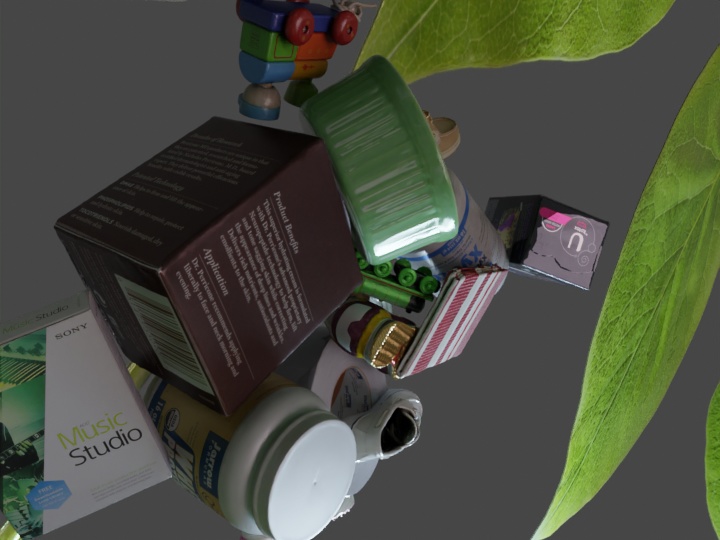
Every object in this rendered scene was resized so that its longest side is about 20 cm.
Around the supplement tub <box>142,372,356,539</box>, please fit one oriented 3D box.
[{"bbox_3d":[-0.115,0.171,0.739,0.143,0.198,0.148,-23,121,-44],"label":"supplement tub"}]

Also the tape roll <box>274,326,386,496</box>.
[{"bbox_3d":[-0.037,0.171,0.900,0.199,0.065,0.205,6,83,-62],"label":"tape roll"}]

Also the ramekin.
[{"bbox_3d":[0.014,-0.105,0.752,0.096,0.201,0.202,-25,130,-4],"label":"ramekin"}]

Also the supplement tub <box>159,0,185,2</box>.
[{"bbox_3d":[-0.182,-0.304,0.528,0.121,0.121,0.204,-18,117,-47],"label":"supplement tub"}]

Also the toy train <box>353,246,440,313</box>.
[{"bbox_3d":[0.000,0.000,0.835,0.197,0.042,0.057,21,107,-17],"label":"toy train"}]

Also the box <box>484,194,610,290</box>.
[{"bbox_3d":[0.269,-0.047,1.122,0.120,0.200,0.108,18,91,-13],"label":"box"}]

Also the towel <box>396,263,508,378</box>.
[{"bbox_3d":[0.117,0.059,0.921,0.199,0.023,0.146,-5,125,-63],"label":"towel"}]

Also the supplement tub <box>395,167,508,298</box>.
[{"bbox_3d":[0.114,-0.044,1.002,0.200,0.130,0.134,39,74,-50],"label":"supplement tub"}]

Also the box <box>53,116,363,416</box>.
[{"bbox_3d":[-0.130,-0.014,0.675,0.200,0.162,0.168,-43,134,-33],"label":"box"}]

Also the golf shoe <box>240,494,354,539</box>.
[{"bbox_3d":[-0.083,0.294,0.947,0.199,0.074,0.094,-13,104,-55],"label":"golf shoe"}]

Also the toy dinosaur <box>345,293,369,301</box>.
[{"bbox_3d":[-0.017,0.013,0.872,0.058,0.099,0.204,-88,170,-67],"label":"toy dinosaur"}]

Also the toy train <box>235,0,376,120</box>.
[{"bbox_3d":[-0.049,-0.225,0.773,0.199,0.084,0.118,-22,135,-51],"label":"toy train"}]

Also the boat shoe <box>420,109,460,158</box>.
[{"bbox_3d":[0.063,-0.175,0.932,0.199,0.073,0.071,-28,129,-43],"label":"boat shoe"}]

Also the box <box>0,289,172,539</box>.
[{"bbox_3d":[-0.261,0.129,0.624,0.142,0.036,0.203,-22,123,-12],"label":"box"}]

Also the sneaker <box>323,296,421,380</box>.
[{"bbox_3d":[0.015,0.071,0.858,0.076,0.089,0.200,-56,161,-6],"label":"sneaker"}]

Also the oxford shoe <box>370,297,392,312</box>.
[{"bbox_3d":[0.012,0.032,0.970,0.076,0.056,0.202,-100,177,-45],"label":"oxford shoe"}]

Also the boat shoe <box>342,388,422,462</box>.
[{"bbox_3d":[0.043,0.192,0.912,0.199,0.064,0.074,3,85,-62],"label":"boat shoe"}]
